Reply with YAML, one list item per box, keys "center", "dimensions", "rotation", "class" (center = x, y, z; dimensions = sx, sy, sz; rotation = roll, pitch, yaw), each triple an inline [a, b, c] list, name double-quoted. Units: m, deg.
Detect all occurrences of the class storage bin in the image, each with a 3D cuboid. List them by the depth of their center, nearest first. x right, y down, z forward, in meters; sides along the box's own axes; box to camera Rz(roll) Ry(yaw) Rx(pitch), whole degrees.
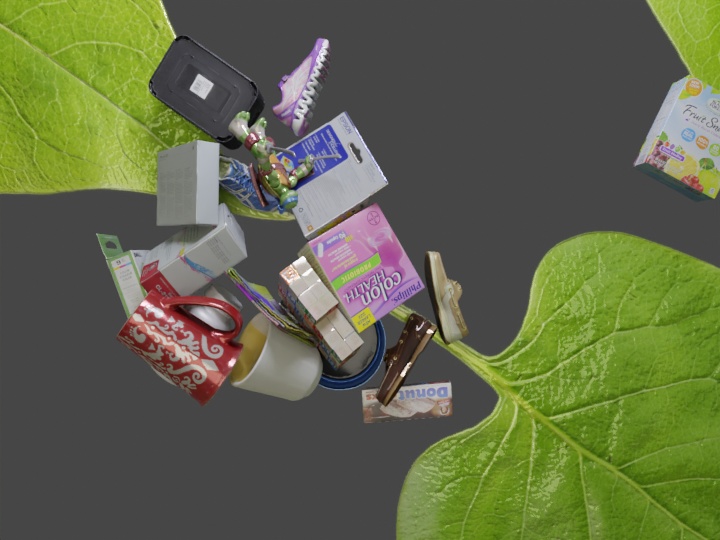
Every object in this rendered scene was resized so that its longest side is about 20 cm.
- center: [-0.311, -0.360, 1.124]
  dimensions: [0.198, 0.094, 0.137]
  rotation: [34, 92, -3]
  class: "storage bin"

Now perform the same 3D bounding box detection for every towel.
- center: [-0.168, 0.072, 1.053]
  dimensions: [0.199, 0.143, 0.023]
  rotation: [39, 89, 33]
  class: "towel"

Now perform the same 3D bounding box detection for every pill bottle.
- center: [-0.337, 0.129, 1.133]
  dimensions: [0.111, 0.111, 0.201]
  rotation: [40, 92, -2]
  class: "pill bottle"

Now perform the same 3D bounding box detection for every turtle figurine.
- center: [-0.151, -0.233, 1.055]
  dimensions: [0.143, 0.201, 0.195]
  rotation: [-28, 72, -36]
  class: "turtle figurine"

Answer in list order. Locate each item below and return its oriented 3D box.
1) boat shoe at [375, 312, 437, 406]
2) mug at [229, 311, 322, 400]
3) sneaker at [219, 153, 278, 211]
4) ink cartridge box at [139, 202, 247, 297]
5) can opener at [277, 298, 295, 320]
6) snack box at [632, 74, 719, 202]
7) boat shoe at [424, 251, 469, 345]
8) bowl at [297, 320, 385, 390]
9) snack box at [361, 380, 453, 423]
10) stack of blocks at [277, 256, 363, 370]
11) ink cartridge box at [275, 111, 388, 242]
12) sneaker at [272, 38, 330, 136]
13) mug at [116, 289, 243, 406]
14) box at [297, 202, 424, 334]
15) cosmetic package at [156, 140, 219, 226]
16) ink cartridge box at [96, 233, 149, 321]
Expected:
- center: [0.085, 0.187, 1.163]
  dimensions: [0.069, 0.071, 0.202]
  rotation: [31, 77, 14]
  class: "boat shoe"
- center: [-0.165, 0.179, 1.096]
  dimensions: [0.151, 0.186, 0.152]
  rotation: [30, 84, -27]
  class: "mug"
- center: [-0.250, -0.182, 1.140]
  dimensions: [0.196, 0.077, 0.077]
  rotation: [26, 90, -4]
  class: "sneaker"
- center: [-0.332, -0.030, 1.102]
  dimensions: [0.198, 0.146, 0.084]
  rotation: [-33, 118, 1]
  class: "ink cartridge box"
- center: [-0.144, 0.073, 1.166]
  dimensions: [0.052, 0.066, 0.201]
  rotation: [40, 84, 2]
  class: "can opener"
- center: [0.704, -0.277, 1.159]
  dimensions: [0.166, 0.068, 0.204]
  rotation: [26, 90, -1]
  class: "snack box"
- center: [0.183, 0.053, 1.164]
  dimensions: [0.065, 0.074, 0.205]
  rotation: [-15, 102, -4]
  class: "boat shoe"
- center: [-0.043, 0.152, 1.176]
  dimensions: [0.195, 0.039, 0.206]
  rotation: [0, 92, -1]
  class: "bowl"
- center: [0.101, 0.285, 1.191]
  dimensions: [0.194, 0.024, 0.074]
  rotation: [-5, 91, -1]
  class: "snack box"
- center: [-0.080, 0.086, 1.069]
  dimensions: [0.058, 0.115, 0.201]
  rotation: [-34, 79, -21]
  class: "stack of blocks"
- center: [-0.067, -0.193, 1.126]
  dimensions: [0.197, 0.047, 0.200]
  rotation: [-29, 69, 1]
  class: "ink cartridge box"
- center: [-0.125, -0.389, 1.137]
  dimensions: [0.087, 0.080, 0.204]
  rotation: [22, 93, 6]
  class: "sneaker"
- center: [-0.324, 0.120, 1.020]
  dimensions: [0.199, 0.133, 0.179]
  rotation: [37, 76, -13]
  class: "mug"
- center: [0.000, 0.000, 1.110]
  dimensions: [0.174, 0.096, 0.203]
  rotation: [-31, 91, -23]
  class: "box"
- center: [-0.346, -0.166, 1.087]
  dimensions: [0.051, 0.198, 0.155]
  rotation: [-3, 95, -41]
  class: "cosmetic package"
- center: [-0.462, 0.012, 1.130]
  dimensions: [0.058, 0.104, 0.204]
  rotation: [-21, 92, 0]
  class: "ink cartridge box"
